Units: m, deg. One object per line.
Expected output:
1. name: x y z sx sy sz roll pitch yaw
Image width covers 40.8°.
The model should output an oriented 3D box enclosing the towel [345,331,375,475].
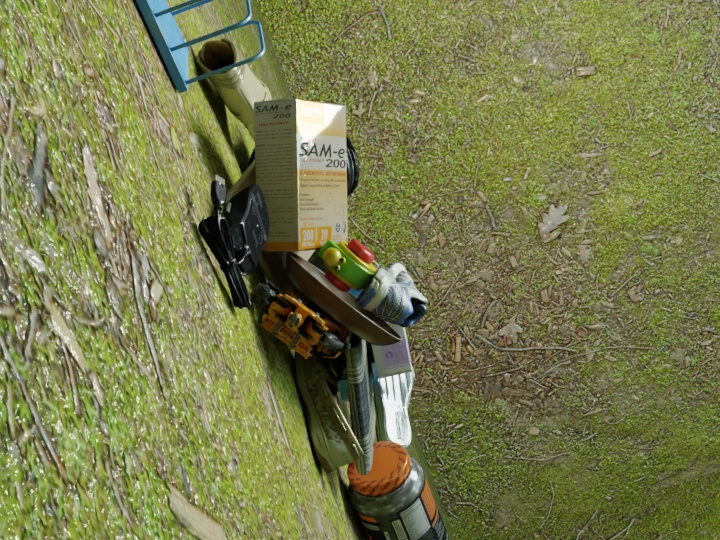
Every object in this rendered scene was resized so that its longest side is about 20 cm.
1. towel: -0.004 0.176 1.432 0.200 0.034 0.193 -74 159 -78

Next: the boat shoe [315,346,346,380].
1. boat shoe: -0.053 0.109 1.540 0.074 0.060 0.200 34 20 -18

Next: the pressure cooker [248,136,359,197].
1. pressure cooker: -0.097 -0.173 1.620 0.179 0.176 0.200 44 7 -9

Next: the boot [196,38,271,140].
1. boot: -0.202 -0.304 1.515 0.156 0.073 0.200 55 4 -45

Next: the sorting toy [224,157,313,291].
1. sorting toy: -0.113 -0.089 1.378 0.200 0.036 0.185 -61 139 -37

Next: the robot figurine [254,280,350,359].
1. robot figurine: -0.074 0.071 1.276 0.145 0.058 0.200 35 3 7

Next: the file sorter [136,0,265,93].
1. file sorter: -0.211 -0.354 1.201 0.139 0.122 0.200 -106 175 -54

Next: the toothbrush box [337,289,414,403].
1. toothbrush box: 0.001 0.126 1.783 0.085 0.146 0.201 4 68 -86

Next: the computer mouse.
1. computer mouse: -0.155 -0.058 1.136 0.200 0.046 0.141 -85 163 -53

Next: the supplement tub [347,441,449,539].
1. supplement tub: 0.055 0.367 1.484 0.123 0.122 0.201 -103 173 -61

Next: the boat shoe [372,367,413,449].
1. boat shoe: 0.047 0.232 1.678 0.067 0.073 0.201 123 -22 -47

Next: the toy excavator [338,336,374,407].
1. toy excavator: -0.014 0.201 1.664 0.195 0.099 0.201 -103 -178 -52

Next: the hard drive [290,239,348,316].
1. hard drive: -0.064 0.009 1.540 0.033 0.140 0.200 29 19 -18

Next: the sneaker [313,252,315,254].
1. sneaker: -0.118 -0.075 1.468 0.200 0.083 0.077 66 5 -59

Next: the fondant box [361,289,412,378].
1. fondant box: 0.044 0.098 1.565 0.200 0.058 0.145 53 26 -83

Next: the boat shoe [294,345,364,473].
1. boat shoe: -0.046 0.185 1.356 0.073 0.062 0.201 65 6 -57

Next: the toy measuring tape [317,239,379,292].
1. toy measuring tape: 0.000 0.000 1.364 0.200 0.073 0.074 22 48 -67

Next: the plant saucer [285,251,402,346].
1. plant saucer: -0.029 0.045 1.332 0.200 0.032 0.200 37 2 -2

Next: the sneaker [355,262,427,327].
1. sneaker: 0.052 0.045 1.372 0.085 0.077 0.200 37 12 7

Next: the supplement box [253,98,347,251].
1. supplement box: -0.079 -0.129 1.326 0.126 0.073 0.201 -8 98 -58
